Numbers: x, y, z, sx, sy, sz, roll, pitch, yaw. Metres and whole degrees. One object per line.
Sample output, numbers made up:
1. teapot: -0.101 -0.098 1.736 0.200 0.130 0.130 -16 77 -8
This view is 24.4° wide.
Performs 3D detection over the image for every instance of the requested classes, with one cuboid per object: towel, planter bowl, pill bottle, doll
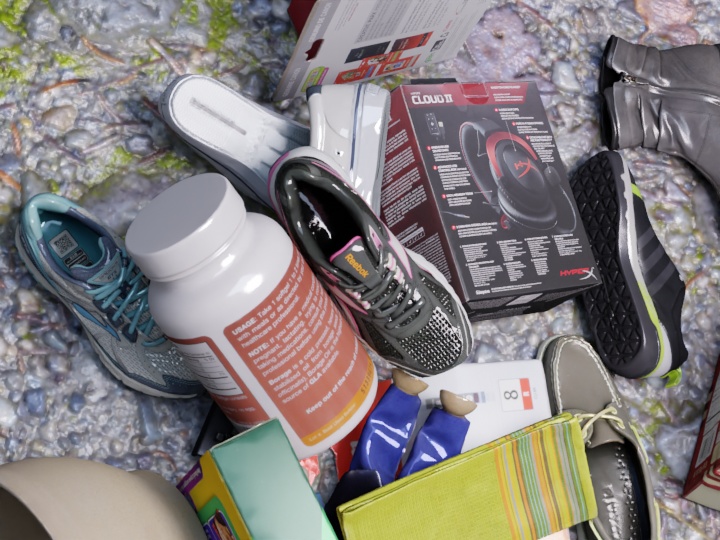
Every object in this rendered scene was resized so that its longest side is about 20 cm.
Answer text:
1. towel: 0.083 0.178 1.231 0.200 0.018 0.086 -20 101 -19
2. planter bowl: -0.187 0.213 1.145 0.135 0.200 0.201 -20 78 -42
3. pill bottle: -0.079 0.032 1.181 0.112 0.112 0.200 -46 123 -21
4. doll: 0.010 0.176 1.242 0.136 0.048 0.200 24 83 0

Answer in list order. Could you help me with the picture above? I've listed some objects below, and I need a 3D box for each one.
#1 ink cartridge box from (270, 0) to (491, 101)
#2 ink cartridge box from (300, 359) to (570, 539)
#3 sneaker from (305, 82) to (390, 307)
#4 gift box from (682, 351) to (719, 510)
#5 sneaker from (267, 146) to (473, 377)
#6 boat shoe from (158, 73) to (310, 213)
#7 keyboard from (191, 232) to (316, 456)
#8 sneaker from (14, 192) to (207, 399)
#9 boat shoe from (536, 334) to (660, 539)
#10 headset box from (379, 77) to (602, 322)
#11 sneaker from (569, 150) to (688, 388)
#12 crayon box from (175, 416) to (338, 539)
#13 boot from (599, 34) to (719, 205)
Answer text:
1. ink cartridge box: 0.012 -0.223 1.306 0.175 0.200 0.084 -17 77 -19
2. ink cartridge box: 0.055 0.155 1.283 0.199 0.050 0.163 -2 73 -17
3. sneaker: -0.023 -0.046 1.274 0.071 0.073 0.201 8 94 9
4. gift box: 0.372 0.134 1.302 0.186 0.185 0.201 18 73 2
5. sneaker: 0.000 0.000 1.195 0.080 0.086 0.200 -44 92 5
6. boat shoe: -0.071 -0.092 1.317 0.200 0.067 0.074 38 82 -17
7. keyboard: -0.081 0.057 1.290 0.127 0.021 0.200 22 68 1
8. sneaker: -0.185 0.020 1.239 0.200 0.086 0.078 40 74 7
9. boat shoe: 0.190 0.142 1.313 0.072 0.060 0.202 -10 76 -14
10. headset box: 0.089 -0.064 1.321 0.148 0.075 0.201 -7 74 -38
11. sneaker: 0.223 0.001 1.374 0.083 0.072 0.201 6 69 -40
12. crayon box: -0.063 0.210 1.156 0.058 0.200 0.173 -24 81 -21
13. boot: 0.270 -0.106 1.413 0.131 0.070 0.201 -2 63 -11
